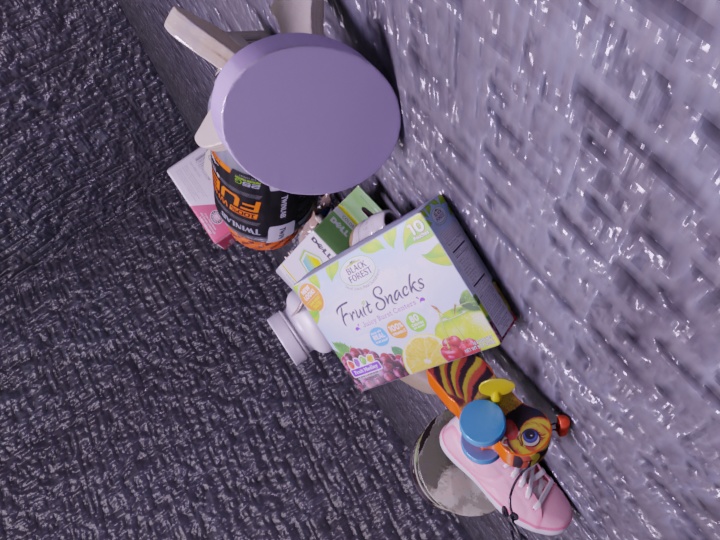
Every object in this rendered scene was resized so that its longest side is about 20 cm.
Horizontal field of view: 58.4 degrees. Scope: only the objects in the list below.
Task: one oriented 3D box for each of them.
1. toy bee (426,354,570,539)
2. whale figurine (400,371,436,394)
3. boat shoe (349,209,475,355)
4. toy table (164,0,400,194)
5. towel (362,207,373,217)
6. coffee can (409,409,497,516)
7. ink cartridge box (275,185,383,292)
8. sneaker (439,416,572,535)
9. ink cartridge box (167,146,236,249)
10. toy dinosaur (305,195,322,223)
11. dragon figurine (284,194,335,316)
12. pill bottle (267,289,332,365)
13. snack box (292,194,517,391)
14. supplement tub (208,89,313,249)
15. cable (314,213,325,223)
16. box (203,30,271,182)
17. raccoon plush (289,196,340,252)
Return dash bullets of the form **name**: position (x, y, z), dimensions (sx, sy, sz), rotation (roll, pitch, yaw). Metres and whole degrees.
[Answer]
- **toy bee**: position (0.154, 0.164, 0.670), dimensions (0.131, 0.107, 0.202), rotation (92, 154, -73)
- **whale figurine**: position (0.052, 0.078, 0.822), dimensions (0.158, 0.105, 0.199), rotation (36, 171, -28)
- **boat shoe**: position (0.073, 0.018, 0.702), dimensions (0.200, 0.071, 0.069), rotation (45, 143, -10)
- **toy table**: position (-0.064, -0.152, 0.550), dimensions (0.117, 0.184, 0.199), rotation (49, -170, 29)
- **towel**: position (0.052, 0.004, 0.884), dimensions (0.202, 0.030, 0.146), rotation (61, 170, -24)
- **coffee can**: position (0.152, 0.291, 0.979), dimensions (0.147, 0.145, 0.200), rotation (53, 170, 16)
- **ink cartridge box**: position (-0.025, -0.012, 0.813), dimensions (0.104, 0.059, 0.200), rotation (46, 147, -4)
- **sneaker**: position (0.197, 0.249, 0.824), dimensions (0.199, 0.075, 0.105), rotation (38, 141, 15)
- **ink cartridge box**: position (-0.186, -0.153, 1.048), dimensions (0.147, 0.199, 0.085), rotation (55, 176, 5)
- **toy dinosaur**: position (-0.090, -0.171, 0.886), dimensions (0.135, 0.085, 0.203), rotation (12, 123, 66)
- **dragon figurine**: position (-0.069, -0.036, 0.963), dimensions (0.099, 0.058, 0.204), rotation (-3, -89, -73)
- **pill bottle**: position (-0.042, 0.054, 1.003), dimensions (0.113, 0.199, 0.112), rotation (52, 170, 13)
- **snack box**: position (0.038, 0.031, 0.654), dimensions (0.199, 0.053, 0.143), rotation (-28, 96, 43)
- **supplement tub**: position (-0.109, -0.119, 0.740), dimensions (0.123, 0.121, 0.201), rotation (52, 154, 22)
- **cable**: position (0.000, 0.000, 0.898), dimensions (0.202, 0.050, 0.097), rotation (60, 165, -15)
- **box**: position (-0.146, -0.195, 0.828), dimensions (0.082, 0.068, 0.202), rotation (48, 136, 31)
- **raccoon plush**: position (-0.077, -0.108, 1.122), dimensions (0.201, 0.095, 0.136), rotation (-53, 52, 48)
